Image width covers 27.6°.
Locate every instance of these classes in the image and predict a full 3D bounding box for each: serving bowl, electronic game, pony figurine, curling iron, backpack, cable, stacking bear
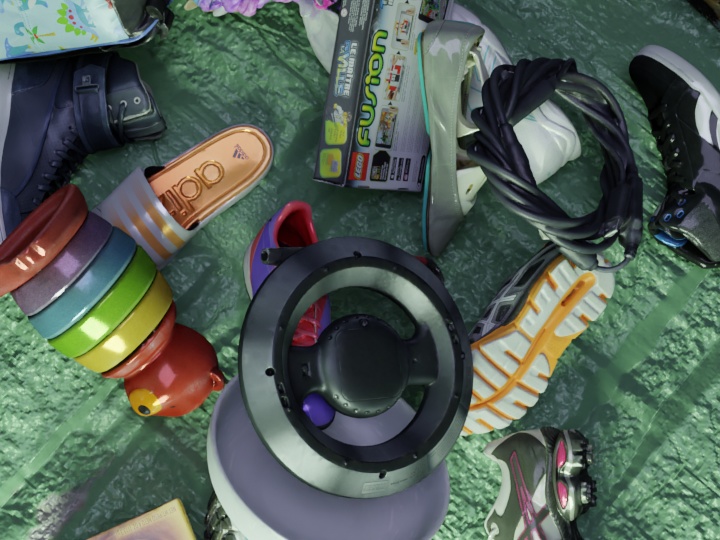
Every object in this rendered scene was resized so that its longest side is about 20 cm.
[{"bbox_3d":[-0.032,0.164,1.154,0.199,0.066,0.201,16,39,-14],"label":"serving bowl"},{"bbox_3d":[-0.001,0.073,1.122,0.199,0.042,0.201,6,77,-26],"label":"electronic game"},{"bbox_3d":[-0.040,-0.260,1.255,0.200,0.167,0.193,-43,50,-7],"label":"pony figurine"},{"bbox_3d":[0.000,0.000,1.180,0.199,0.026,0.050,13,54,-44],"label":"curling iron"},{"bbox_3d":[-0.251,-0.267,1.205,0.199,0.147,0.183,-9,36,19],"label":"backpack"},{"bbox_3d":[0.156,-0.096,1.180,0.163,0.051,0.201,25,49,-18],"label":"cable"},{"bbox_3d":[-0.195,0.039,1.168,0.200,0.121,0.114,46,42,-18],"label":"stacking bear"}]

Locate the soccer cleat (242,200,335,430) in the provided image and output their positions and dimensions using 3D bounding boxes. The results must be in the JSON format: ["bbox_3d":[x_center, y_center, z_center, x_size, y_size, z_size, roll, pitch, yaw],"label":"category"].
[{"bbox_3d":[-0.051,0.034,1.171,0.068,0.073,0.201,9,46,-24],"label":"soccer cleat"}]

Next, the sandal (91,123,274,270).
[{"bbox_3d":[-0.163,-0.062,1.235,0.206,0.059,0.079,-40,81,-10],"label":"sandal"}]

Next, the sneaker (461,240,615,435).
[{"bbox_3d":[0.127,0.055,1.216,0.200,0.077,0.078,-45,113,6],"label":"sneaker"}]

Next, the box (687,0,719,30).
[{"bbox_3d":[0.272,-0.306,1.302,0.050,0.075,0.200,-43,81,-11],"label":"box"}]

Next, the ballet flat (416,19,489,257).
[{"bbox_3d":[0.081,-0.105,1.211,0.063,0.067,0.201,2,109,12],"label":"ballet flat"}]

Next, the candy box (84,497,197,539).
[{"bbox_3d":[-0.157,0.295,1.155,0.116,0.056,0.201,-23,80,-8],"label":"candy box"}]

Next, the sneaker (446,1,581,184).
[{"bbox_3d":[0.099,-0.154,1.262,0.080,0.070,0.200,-40,82,-7],"label":"sneaker"}]

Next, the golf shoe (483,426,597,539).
[{"bbox_3d":[0.147,0.227,1.184,0.088,0.077,0.201,-4,74,17],"label":"golf shoe"}]

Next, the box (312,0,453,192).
[{"bbox_3d":[0.023,-0.168,1.211,0.035,0.110,0.201,16,99,37],"label":"box"}]

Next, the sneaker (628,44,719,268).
[{"bbox_3d":[0.272,-0.089,1.251,0.112,0.073,0.200,-37,82,-11],"label":"sneaker"}]

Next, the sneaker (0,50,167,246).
[{"bbox_3d":[-0.238,-0.093,1.230,0.145,0.077,0.204,0,76,1],"label":"sneaker"}]

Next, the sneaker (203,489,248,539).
[{"bbox_3d":[-0.055,0.247,1.173,0.090,0.078,0.201,-24,77,-30],"label":"sneaker"}]
